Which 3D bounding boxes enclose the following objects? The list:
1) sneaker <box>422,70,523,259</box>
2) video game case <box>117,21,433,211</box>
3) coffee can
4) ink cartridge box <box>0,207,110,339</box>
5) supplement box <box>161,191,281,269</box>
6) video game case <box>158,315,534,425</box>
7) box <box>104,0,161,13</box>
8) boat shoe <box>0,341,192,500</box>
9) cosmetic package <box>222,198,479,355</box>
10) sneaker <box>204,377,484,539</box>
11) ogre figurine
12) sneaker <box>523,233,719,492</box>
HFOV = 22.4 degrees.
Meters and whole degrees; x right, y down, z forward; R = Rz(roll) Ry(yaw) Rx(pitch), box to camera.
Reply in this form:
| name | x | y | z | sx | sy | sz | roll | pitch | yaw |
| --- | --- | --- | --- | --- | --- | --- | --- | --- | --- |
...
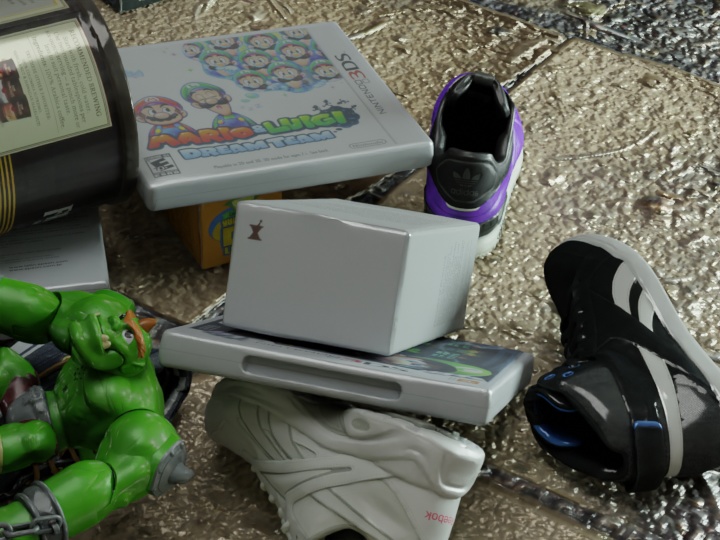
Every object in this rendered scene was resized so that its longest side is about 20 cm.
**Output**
| name | x | y | z | sx | sy | sz | roll | pitch | yaw |
| --- | --- | --- | --- | --- | --- | --- | --- | --- | --- |
| sneaker | 0.083 | -0.102 | 1.270 | 0.069 | 0.100 | 0.201 | 6 | 36 | 3 |
| video game case | -0.076 | -0.110 | 1.235 | 0.199 | 0.024 | 0.182 | -10 | 38 | -20 |
| coffee can | -0.257 | -0.088 | 1.131 | 0.199 | 0.147 | 0.146 | -18 | 40 | -24 |
| ink cartridge box | -0.269 | -0.021 | 1.199 | 0.195 | 0.044 | 0.200 | -6 | 34 | -9 |
| supplement box | -0.121 | -0.084 | 1.271 | 0.066 | 0.069 | 0.200 | -15 | 37 | -21 |
| video game case | 0.000 | 0.050 | 1.041 | 0.180 | 0.024 | 0.200 | 10 | 5 | 11 |
| box | -0.164 | -0.300 | 1.587 | 0.199 | 0.044 | 0.160 | -23 | 42 | -29 |
| boat shoe | -0.179 | 0.089 | 1.020 | 0.090 | 0.071 | 0.200 | 14 | 35 | 24 |
| cosmetic package | 0.000 | 0.000 | 1.068 | 0.101 | 0.072 | 0.200 | 10 | 5 | 15 |
| sneaker | -0.026 | 0.116 | 0.988 | 0.078 | 0.100 | 0.199 | 22 | -7 | -40 |
| ogre figurine | -0.162 | 0.067 | 0.949 | 0.119 | 0.099 | 0.200 | -9 | 24 | -18 |
| sneaker | 0.134 | 0.049 | 1.084 | 0.111 | 0.074 | 0.200 | -11 | 39 | -23 |
